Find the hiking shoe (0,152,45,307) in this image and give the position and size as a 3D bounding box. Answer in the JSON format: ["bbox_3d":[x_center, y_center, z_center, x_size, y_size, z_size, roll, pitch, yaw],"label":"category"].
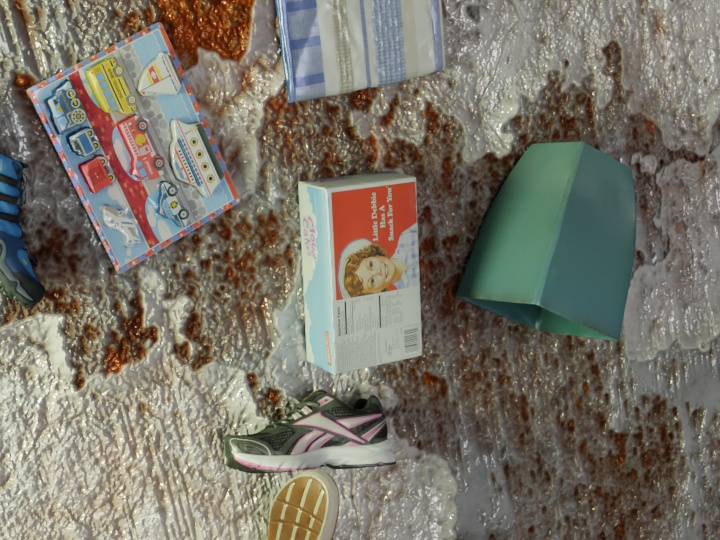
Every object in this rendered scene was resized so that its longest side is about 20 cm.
[{"bbox_3d":[-0.326,-0.060,1.138,0.087,0.074,0.201,-35,116,-21],"label":"hiking shoe"}]

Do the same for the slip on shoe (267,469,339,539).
[{"bbox_3d":[-0.056,0.285,1.350,0.060,0.076,0.201,-18,134,-44],"label":"slip on shoe"}]

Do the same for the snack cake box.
[{"bbox_3d":[0.000,0.000,1.360,0.115,0.067,0.201,-9,104,-29],"label":"snack cake box"}]

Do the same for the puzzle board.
[{"bbox_3d":[-0.214,-0.118,1.232,0.150,0.017,0.201,-33,116,-23],"label":"puzzle board"}]

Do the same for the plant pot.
[{"bbox_3d":[0.227,-0.040,1.458,0.141,0.141,0.201,21,81,-33],"label":"plant pot"}]

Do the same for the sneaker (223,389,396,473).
[{"bbox_3d":[-0.058,0.173,1.366,0.199,0.080,0.087,2,78,-33],"label":"sneaker"}]

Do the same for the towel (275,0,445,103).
[{"bbox_3d":[0.002,-0.265,1.335,0.199,0.024,0.148,-17,110,-27],"label":"towel"}]
